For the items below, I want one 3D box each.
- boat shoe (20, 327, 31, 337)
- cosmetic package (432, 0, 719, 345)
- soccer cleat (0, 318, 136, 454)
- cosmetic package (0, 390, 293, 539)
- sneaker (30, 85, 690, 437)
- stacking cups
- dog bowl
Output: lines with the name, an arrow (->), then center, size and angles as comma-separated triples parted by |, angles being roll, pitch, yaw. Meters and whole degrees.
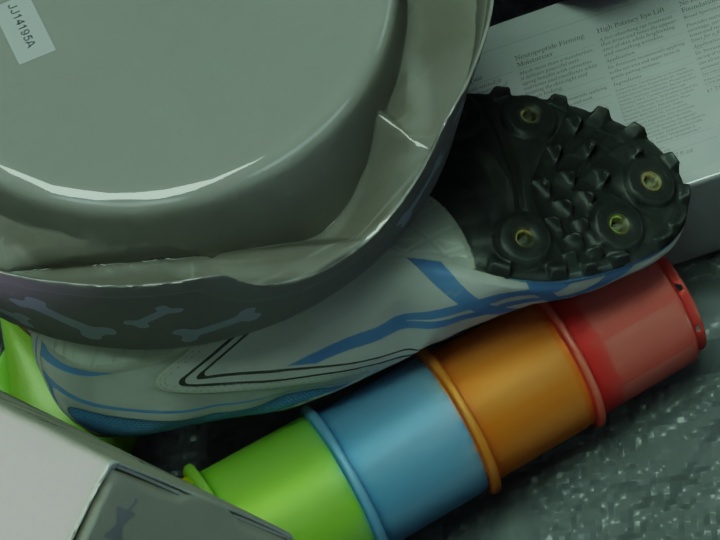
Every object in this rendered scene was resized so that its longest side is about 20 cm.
boat shoe -> -0.098, -0.075, 0.879 | 0.069, 0.071, 0.201 | -27, 70, 36
cosmetic package -> 0.047, -0.032, 0.889 | 0.199, 0.051, 0.083 | -18, 61, 8
soccer cleat -> -0.147, 0.007, 0.922 | 0.081, 0.068, 0.200 | -36, 59, -3
cosmetic package -> -0.130, 0.059, 0.779 | 0.199, 0.105, 0.071 | 23, 85, 33
sneaker -> 0.000, 0.000, 0.830 | 0.199, 0.073, 0.072 | -15, 63, -4
stacking cups -> 0.010, 0.052, 0.841 | 0.199, 0.061, 0.061 | -32, 56, -8
dog bowl -> -0.059, -0.066, 0.799 | 0.199, 0.059, 0.201 | -2, 58, 4
